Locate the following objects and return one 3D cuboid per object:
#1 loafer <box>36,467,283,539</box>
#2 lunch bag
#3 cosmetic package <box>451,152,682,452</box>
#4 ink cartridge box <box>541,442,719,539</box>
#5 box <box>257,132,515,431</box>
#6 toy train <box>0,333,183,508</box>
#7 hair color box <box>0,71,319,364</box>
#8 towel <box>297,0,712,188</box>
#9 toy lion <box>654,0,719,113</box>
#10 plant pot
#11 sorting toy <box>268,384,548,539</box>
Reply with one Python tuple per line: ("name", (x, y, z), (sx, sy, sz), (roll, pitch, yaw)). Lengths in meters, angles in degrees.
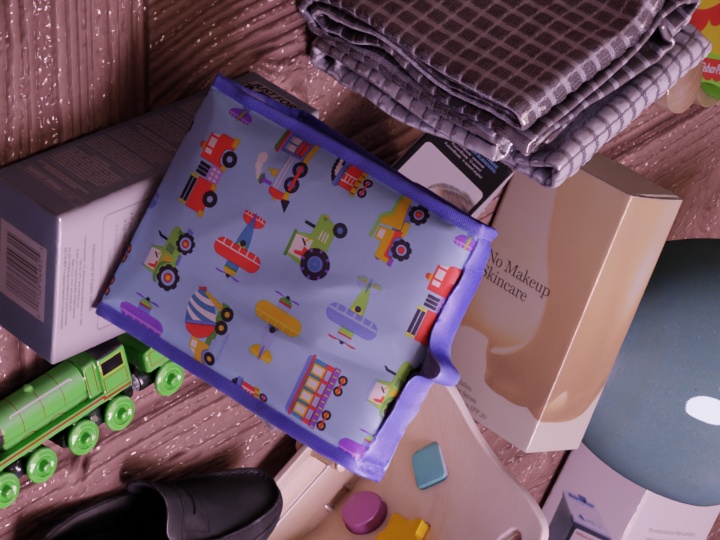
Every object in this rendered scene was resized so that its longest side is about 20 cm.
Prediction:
("loafer", (-0.126, 0.164, 1.595), (0.200, 0.068, 0.071), (-20, 139, -39))
("lunch bag", (-0.023, 0.008, 1.377), (0.094, 0.199, 0.151), (18, 102, -55))
("cosmetic package", (0.136, 0.017, 1.786), (0.071, 0.105, 0.201), (0, 114, -52))
("ink cartridge box", (0.207, 0.224, 2.056), (0.146, 0.086, 0.201), (13, 104, -55))
("box", (0.000, 0.000, 1.586), (0.200, 0.060, 0.117), (-45, 177, -21))
("toy train", (-0.163, 0.071, 1.504), (0.199, 0.042, 0.057), (-34, 130, -32))
("hair color box", (-0.117, -0.033, 1.459), (0.199, 0.060, 0.100), (-24, 134, -39))
("towel", (0.086, -0.151, 1.501), (0.165, 0.199, 0.086), (-39, 141, -28))
("toy lion", (0.251, -0.209, 1.801), (0.199, 0.068, 0.193), (3, 106, -53))
("plant pot", (0.214, 0.065, 1.869), (0.134, 0.200, 0.201), (12, 108, -31))
("sorting toy", (0.027, 0.175, 1.701), (0.200, 0.180, 0.107), (-47, 145, -15))
